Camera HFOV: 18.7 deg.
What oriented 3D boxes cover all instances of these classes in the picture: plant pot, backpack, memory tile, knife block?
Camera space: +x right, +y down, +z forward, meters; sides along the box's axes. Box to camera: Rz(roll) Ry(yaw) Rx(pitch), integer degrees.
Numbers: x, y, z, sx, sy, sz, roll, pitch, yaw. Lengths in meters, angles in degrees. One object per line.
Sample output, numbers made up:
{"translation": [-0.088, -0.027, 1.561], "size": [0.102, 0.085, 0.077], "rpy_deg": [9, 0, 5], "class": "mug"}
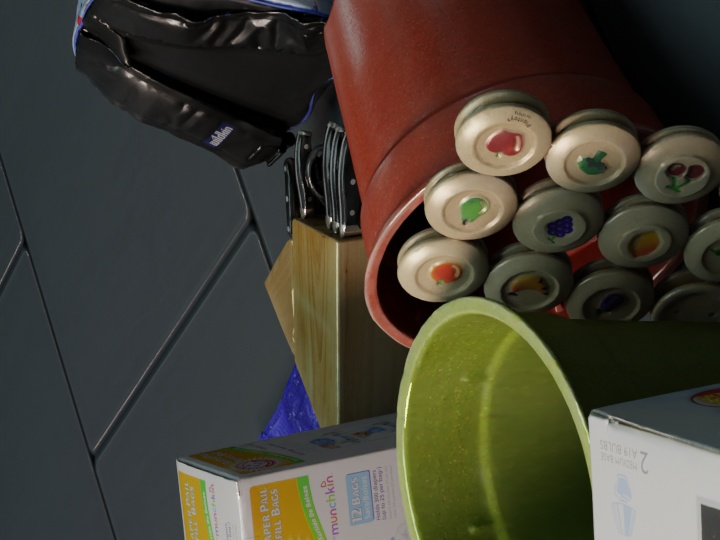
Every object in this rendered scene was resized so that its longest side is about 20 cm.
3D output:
{"translation": [0.073, -0.087, 1.265], "size": [0.201, 0.200, 0.196], "rpy_deg": [115, 146, -46], "class": "plant pot"}
{"translation": [-0.107, -0.190, 1.561], "size": [0.200, 0.190, 0.155], "rpy_deg": [126, 145, -53], "class": "backpack"}
{"translation": [0.128, -0.023, 1.159], "size": [0.154, 0.199, 0.017], "rpy_deg": [114, 158, -44], "class": "memory tile"}
{"translation": [0.000, 0.000, 1.543], "size": [0.201, 0.064, 0.176], "rpy_deg": [68, 150, 24], "class": "knife block"}
{"translation": [0.149, 0.099, 1.156], "size": [0.200, 0.189, 0.201], "rpy_deg": [28, 123, 57], "class": "plant pot"}

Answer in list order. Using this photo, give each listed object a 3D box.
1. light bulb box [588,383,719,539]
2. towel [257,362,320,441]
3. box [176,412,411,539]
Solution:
{"translation": [0.238, 0.119, 0.981], "size": [0.198, 0.199, 0.125], "rpy_deg": [11, 108, 60], "class": "light bulb box"}
{"translation": [-0.035, 0.156, 1.668], "size": [0.148, 0.049, 0.200], "rpy_deg": [63, 147, 33], "class": "towel"}
{"translation": [-0.011, 0.167, 1.464], "size": [0.101, 0.199, 0.113], "rpy_deg": [8, 105, 61], "class": "box"}
